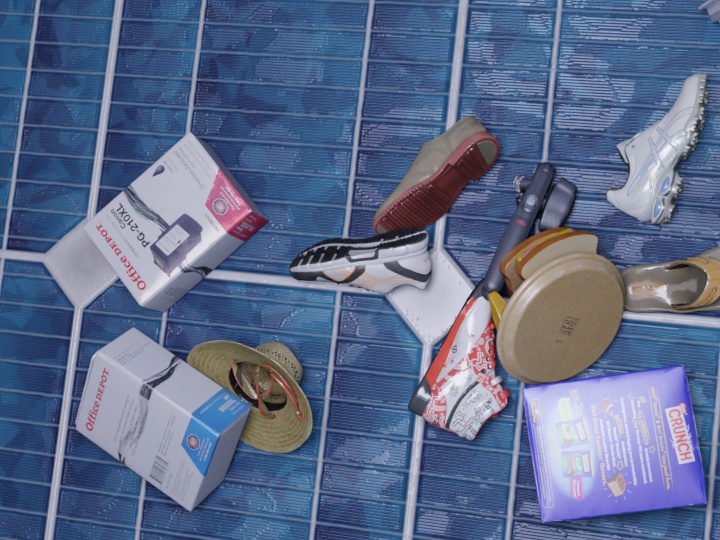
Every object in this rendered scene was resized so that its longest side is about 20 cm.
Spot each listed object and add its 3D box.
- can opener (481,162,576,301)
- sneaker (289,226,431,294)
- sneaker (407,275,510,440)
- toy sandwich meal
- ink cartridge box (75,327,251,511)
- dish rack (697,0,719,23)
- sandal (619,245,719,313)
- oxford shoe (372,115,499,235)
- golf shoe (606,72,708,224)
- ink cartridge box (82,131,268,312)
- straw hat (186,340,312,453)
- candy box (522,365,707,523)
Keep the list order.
[{"bbox_3d":[0.203,-0.051,1.498,0.078,0.063,0.200,24,65,20],"label":"can opener"},{"bbox_3d":[0.000,0.000,1.556,0.199,0.074,0.080,-6,118,23],"label":"sneaker"},{"bbox_3d":[0.153,0.115,1.516,0.108,0.067,0.202,29,86,5],"label":"sneaker"},{"bbox_3d":[0.236,0.047,1.467,0.205,0.205,0.070,-46,39,3],"label":"toy sandwich meal"},{"bbox_3d":[-0.260,0.192,1.552,0.200,0.084,0.145,32,124,13],"label":"ink cartridge box"},{"bbox_3d":[0.519,-0.348,1.440,0.199,0.172,0.044,-24,92,8],"label":"dish rack"},{"bbox_3d":[0.411,0.013,1.475,0.199,0.054,0.081,-9,82,11],"label":"sandal"},{"bbox_3d":[0.091,-0.121,1.564,0.200,0.070,0.075,-38,46,10],"label":"oxford shoe"},{"bbox_3d":[0.373,-0.161,1.496,0.097,0.078,0.201,20,87,19],"label":"golf shoe"},{"bbox_3d":[-0.250,-0.062,1.608,0.200,0.084,0.145,-40,77,5],"label":"ink cartridge box"},{"bbox_3d":[-0.123,0.140,1.553,0.200,0.202,0.085,28,49,14],"label":"straw hat"},{"bbox_3d":[0.311,0.214,1.463,0.199,0.077,0.170,-9,81,12],"label":"candy box"}]
